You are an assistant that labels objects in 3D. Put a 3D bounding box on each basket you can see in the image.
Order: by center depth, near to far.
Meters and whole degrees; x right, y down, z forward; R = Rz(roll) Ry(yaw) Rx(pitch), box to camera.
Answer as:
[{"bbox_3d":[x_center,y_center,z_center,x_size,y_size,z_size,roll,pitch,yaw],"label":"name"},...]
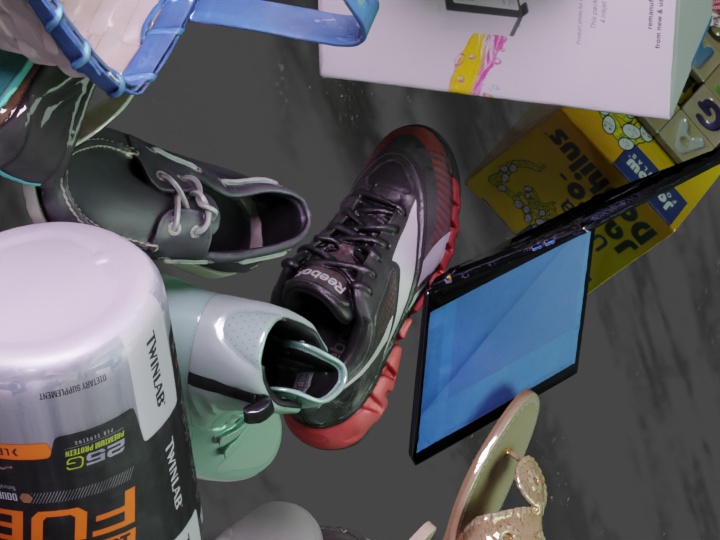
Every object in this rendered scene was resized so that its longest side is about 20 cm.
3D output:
[{"bbox_3d":[-0.104,-0.163,1.273,0.140,0.199,0.177,-64,150,-23],"label":"basket"}]

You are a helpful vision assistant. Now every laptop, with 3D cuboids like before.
[{"bbox_3d":[0.129,0.019,1.735,0.177,0.199,0.104,-27,94,-46],"label":"laptop"}]

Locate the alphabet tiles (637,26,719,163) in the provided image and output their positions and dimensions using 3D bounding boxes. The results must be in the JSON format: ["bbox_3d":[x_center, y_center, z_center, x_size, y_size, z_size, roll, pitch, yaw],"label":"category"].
[{"bbox_3d":[0.181,-0.177,1.873,0.200,0.008,0.167,48,47,-4],"label":"alphabet tiles"}]

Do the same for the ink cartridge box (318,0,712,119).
[{"bbox_3d":[0.088,-0.185,1.606,0.147,0.199,0.145,-60,155,-58],"label":"ink cartridge box"}]

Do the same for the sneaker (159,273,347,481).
[{"bbox_3d":[-0.056,0.072,1.571,0.074,0.118,0.201,-68,153,-18],"label":"sneaker"}]

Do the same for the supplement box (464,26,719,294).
[{"bbox_3d":[0.177,-0.093,1.902,0.109,0.109,0.200,-39,-173,47],"label":"supplement box"}]

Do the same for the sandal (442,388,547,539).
[{"bbox_3d":[0.080,0.181,1.779,0.212,0.069,0.078,-59,158,-8],"label":"sandal"}]

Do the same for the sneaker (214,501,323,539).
[{"bbox_3d":[-0.084,0.188,1.621,0.200,0.072,0.085,-52,147,-36],"label":"sneaker"}]

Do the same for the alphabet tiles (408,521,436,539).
[{"bbox_3d":[-0.033,0.224,1.673,0.196,0.015,0.200,-44,170,-24],"label":"alphabet tiles"}]

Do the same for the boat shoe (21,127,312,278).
[{"bbox_3d":[-0.095,-0.037,1.477,0.200,0.062,0.073,15,68,-59],"label":"boat shoe"}]

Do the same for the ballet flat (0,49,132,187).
[{"bbox_3d":[-0.123,-0.125,1.401,0.068,0.068,0.201,42,70,-32],"label":"ballet flat"}]

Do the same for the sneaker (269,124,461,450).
[{"bbox_3d":[0.000,0.000,1.694,0.201,0.070,0.098,-68,154,-13],"label":"sneaker"}]

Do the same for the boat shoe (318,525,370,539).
[{"bbox_3d":[-0.011,0.192,1.799,0.067,0.057,0.200,-38,146,5],"label":"boat shoe"}]

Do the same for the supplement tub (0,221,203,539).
[{"bbox_3d":[-0.141,0.089,1.411,0.123,0.122,0.201,-48,141,-43],"label":"supplement tub"}]

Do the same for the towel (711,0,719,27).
[{"bbox_3d":[0.182,-0.229,1.857,0.199,0.030,0.147,3,62,-49],"label":"towel"}]
